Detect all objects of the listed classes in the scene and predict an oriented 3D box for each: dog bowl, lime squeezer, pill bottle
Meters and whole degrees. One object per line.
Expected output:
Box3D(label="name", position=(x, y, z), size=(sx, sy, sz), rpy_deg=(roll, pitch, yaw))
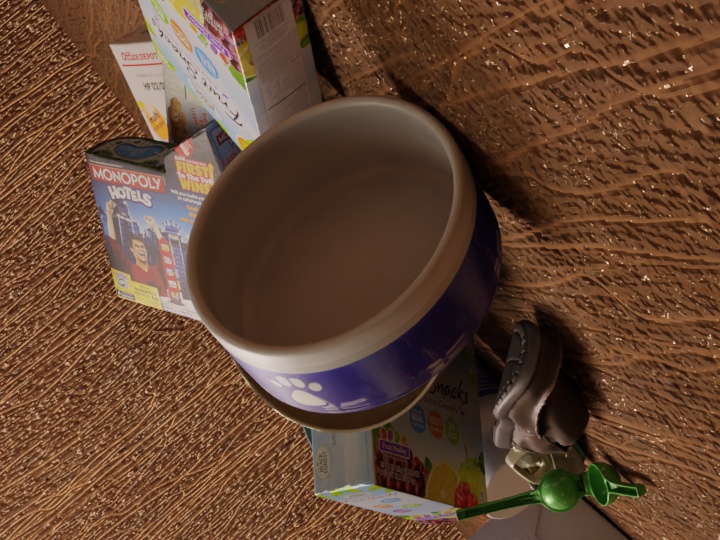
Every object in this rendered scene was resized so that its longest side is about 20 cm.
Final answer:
Box3D(label="dog bowl", position=(-0.011, -0.012, 1.141), size=(0.200, 0.200, 0.079), rpy_deg=(45, 174, 42))
Box3D(label="lime squeezer", position=(0.173, 0.189, 1.464), size=(0.199, 0.071, 0.038), rpy_deg=(-15, 107, 44))
Box3D(label="pill bottle", position=(0.093, 0.145, 1.689), size=(0.200, 0.112, 0.112), rpy_deg=(46, 172, 41))

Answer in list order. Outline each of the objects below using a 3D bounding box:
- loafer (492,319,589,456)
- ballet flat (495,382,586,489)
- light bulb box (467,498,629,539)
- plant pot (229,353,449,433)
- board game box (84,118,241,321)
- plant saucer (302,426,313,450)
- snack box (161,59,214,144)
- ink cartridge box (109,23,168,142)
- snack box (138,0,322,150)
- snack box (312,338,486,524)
Box3D(label="loafer", position=(0.142, 0.092, 1.326), size=(0.070, 0.074, 0.200), rpy_deg=(15, 165, 8))
Box3D(label="ballet flat", position=(0.147, 0.137, 1.485), size=(0.067, 0.064, 0.200), rpy_deg=(46, 171, 34))
Box3D(label="light bulb box", position=(0.233, 0.342, 1.753), size=(0.201, 0.124, 0.198), rpy_deg=(56, 172, -31))
Box3D(label="plant pot", position=(0.004, 0.015, 1.372), size=(0.201, 0.200, 0.134), rpy_deg=(49, -158, 11))
Box3D(label="board game box", position=(-0.139, -0.054, 1.514), size=(0.198, 0.062, 0.202), rpy_deg=(15, 127, 32))
Box3D(label="plant saucer", position=(-0.021, 0.102, 1.721), size=(0.200, 0.036, 0.203), rpy_deg=(171, 90, -68))
Box3D(label="snack box", position=(-0.135, -0.121, 1.526), size=(0.071, 0.024, 0.202), rpy_deg=(21, 132, 26))
Box3D(label="ink cartridge box", position=(-0.157, -0.170, 1.598), size=(0.115, 0.068, 0.202), rpy_deg=(7, 126, 57))
Box3D(label="snack box", position=(-0.105, -0.187, 1.330), size=(0.169, 0.067, 0.201), rpy_deg=(48, 166, 27))
Box3D(label="snack box", position=(0.033, 0.122, 1.530), size=(0.199, 0.067, 0.171), rpy_deg=(27, -125, -55))
